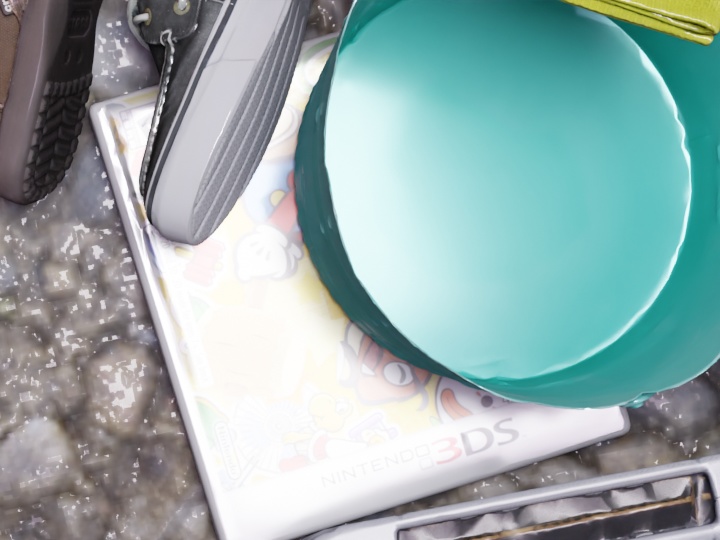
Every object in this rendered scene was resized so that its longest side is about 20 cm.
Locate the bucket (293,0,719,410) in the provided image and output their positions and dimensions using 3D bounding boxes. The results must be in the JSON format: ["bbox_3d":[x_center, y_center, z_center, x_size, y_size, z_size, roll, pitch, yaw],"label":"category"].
[{"bbox_3d":[0.070,-0.044,1.090,0.207,0.135,0.207,1,86,-10],"label":"bucket"}]

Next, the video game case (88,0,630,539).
[{"bbox_3d":[0.000,0.000,1.161,0.182,0.023,0.200,-17,88,-6],"label":"video game case"}]

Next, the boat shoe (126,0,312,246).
[{"bbox_3d":[-0.061,-0.107,1.126,0.071,0.072,0.200,15,72,9],"label":"boat shoe"}]

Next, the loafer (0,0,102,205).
[{"bbox_3d":[-0.141,-0.130,1.122,0.071,0.073,0.200,15,92,13],"label":"loafer"}]

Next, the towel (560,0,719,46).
[{"bbox_3d":[0.049,-0.154,1.020,0.200,0.018,0.086,18,77,-3],"label":"towel"}]

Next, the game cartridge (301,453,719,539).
[{"bbox_3d":[0.070,0.106,1.105,0.200,0.133,0.042,-10,88,-7],"label":"game cartridge"}]
